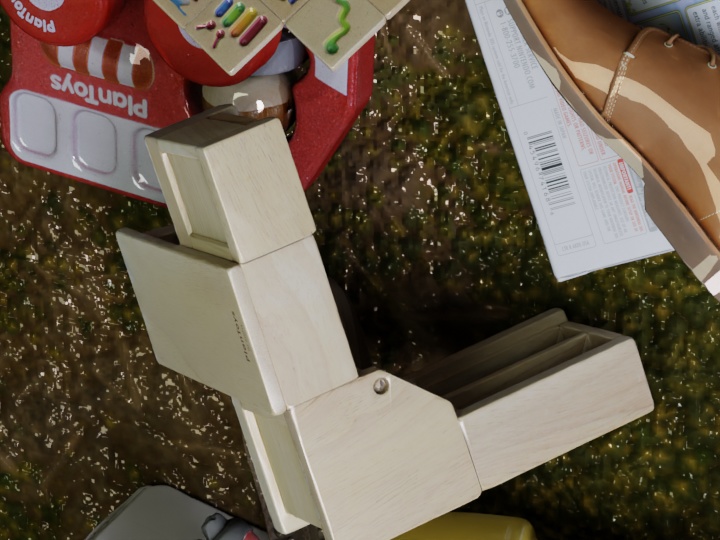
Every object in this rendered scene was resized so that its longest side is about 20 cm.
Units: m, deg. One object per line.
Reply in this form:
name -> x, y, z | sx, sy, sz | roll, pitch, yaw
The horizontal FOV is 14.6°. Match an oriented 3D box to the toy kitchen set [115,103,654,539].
toy kitchen set -> 0.000, 0.000, 1.340 | 0.163, 0.180, 0.201 | 15, 126, 65

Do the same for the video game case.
video game case -> 0.140, -0.112, 1.258 | 0.181, 0.045, 0.201 | -15, 96, 37

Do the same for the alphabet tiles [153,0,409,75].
alphabet tiles -> -0.017, -0.186, 1.263 | 0.200, 0.006, 0.166 | -44, 64, -4

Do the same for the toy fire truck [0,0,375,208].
toy fire truck -> -0.086, -0.104, 1.362 | 0.199, 0.112, 0.169 | 17, 126, 20

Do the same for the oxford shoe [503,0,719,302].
oxford shoe -> 0.128, -0.080, 1.218 | 0.071, 0.071, 0.200 | -40, 85, 14

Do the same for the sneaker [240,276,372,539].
sneaker -> -0.012, 0.103, 1.436 | 0.070, 0.075, 0.201 | -6, 85, 31

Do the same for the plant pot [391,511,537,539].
plant pot -> 0.108, 0.219, 1.356 | 0.188, 0.201, 0.202 | 1, 112, 9

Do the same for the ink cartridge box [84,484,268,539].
ink cartridge box -> -0.092, 0.238, 1.516 | 0.146, 0.084, 0.201 | 22, 119, 16

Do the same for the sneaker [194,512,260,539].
sneaker -> -0.067, 0.213, 1.404 | 0.098, 0.071, 0.201 | 23, 120, 15
